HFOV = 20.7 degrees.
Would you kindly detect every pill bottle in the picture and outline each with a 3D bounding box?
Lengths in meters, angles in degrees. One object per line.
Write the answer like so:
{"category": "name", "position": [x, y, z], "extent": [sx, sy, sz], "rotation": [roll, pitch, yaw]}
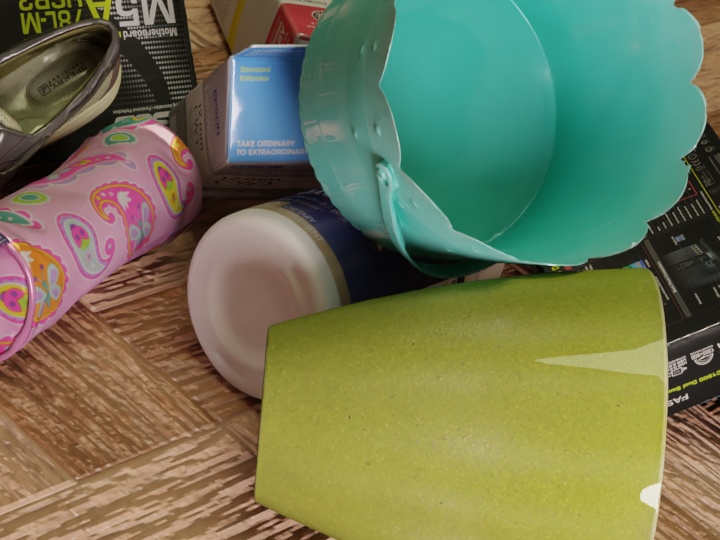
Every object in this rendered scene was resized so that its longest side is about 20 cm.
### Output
{"category": "pill bottle", "position": [0.000, 0.000, 1.186], "extent": [0.111, 0.112, 0.199], "rotation": [37, 33, 25]}

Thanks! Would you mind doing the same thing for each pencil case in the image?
{"category": "pencil case", "position": [-0.171, -0.024, 1.138], "extent": [0.087, 0.088, 0.200], "rotation": [30, 32, 14]}

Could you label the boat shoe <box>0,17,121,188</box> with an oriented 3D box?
{"category": "boat shoe", "position": [-0.219, -0.086, 1.150], "extent": [0.201, 0.066, 0.072], "rotation": [-40, 80, -25]}

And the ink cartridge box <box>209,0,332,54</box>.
{"category": "ink cartridge box", "position": [-0.021, -0.183, 1.492], "extent": [0.144, 0.084, 0.201], "rotation": [7, 33, -24]}

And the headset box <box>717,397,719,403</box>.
{"category": "headset box", "position": [0.348, 0.101, 1.286], "extent": [0.198, 0.075, 0.149], "rotation": [9, 32, -20]}

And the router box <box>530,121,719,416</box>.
{"category": "router box", "position": [0.197, 0.002, 1.287], "extent": [0.149, 0.062, 0.201], "rotation": [-21, 37, 1]}

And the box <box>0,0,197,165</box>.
{"category": "box", "position": [-0.199, -0.166, 1.261], "extent": [0.199, 0.195, 0.047], "rotation": [-10, 2, -44]}

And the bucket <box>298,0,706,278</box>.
{"category": "bucket", "position": [0.072, -0.095, 1.081], "extent": [0.206, 0.209, 0.135], "rotation": [5, -4, -27]}

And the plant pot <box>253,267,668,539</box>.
{"category": "plant pot", "position": [0.046, 0.083, 1.043], "extent": [0.198, 0.188, 0.188], "rotation": [5, 31, -2]}

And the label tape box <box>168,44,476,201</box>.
{"category": "label tape box", "position": [-0.027, -0.089, 1.226], "extent": [0.142, 0.067, 0.200], "rotation": [-1, -5, -19]}
